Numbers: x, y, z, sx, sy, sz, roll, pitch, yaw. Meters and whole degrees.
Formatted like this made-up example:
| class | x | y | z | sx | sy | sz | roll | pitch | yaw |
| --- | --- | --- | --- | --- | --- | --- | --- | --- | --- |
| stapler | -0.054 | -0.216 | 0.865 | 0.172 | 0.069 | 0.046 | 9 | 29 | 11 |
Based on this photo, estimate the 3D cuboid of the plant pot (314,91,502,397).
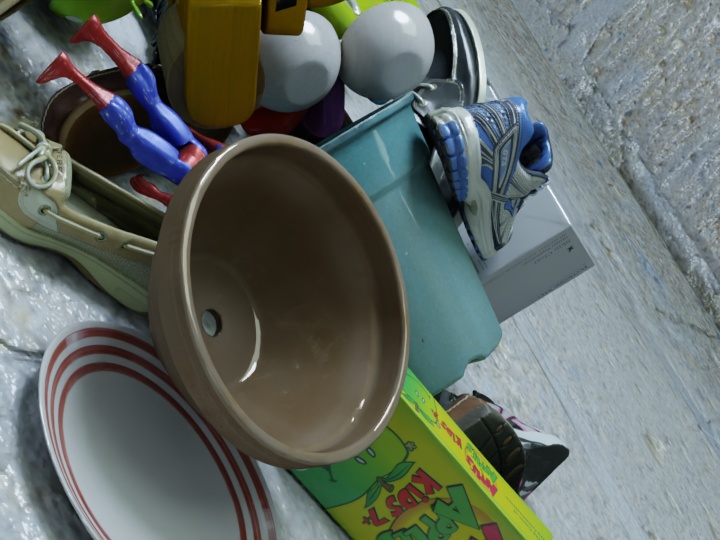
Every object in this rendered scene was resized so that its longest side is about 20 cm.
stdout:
| class | x | y | z | sx | sy | sz | roll | pitch | yaw |
| --- | --- | --- | --- | --- | --- | --- | --- | --- | --- |
| plant pot | 0.000 | 0.000 | 1.055 | 0.198 | 0.199 | 0.200 | 60 | 18 | -6 |

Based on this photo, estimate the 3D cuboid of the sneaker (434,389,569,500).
| class | x | y | z | sx | sy | sz | roll | pitch | yaw |
| --- | --- | --- | --- | --- | --- | --- | --- | --- | --- |
| sneaker | 0.119 | 0.146 | 1.250 | 0.087 | 0.080 | 0.200 | 52 | 10 | 31 |

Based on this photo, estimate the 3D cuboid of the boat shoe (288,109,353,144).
| class | x | y | z | sx | sy | sz | roll | pitch | yaw |
| --- | --- | --- | --- | --- | --- | --- | --- | --- | --- |
| boat shoe | -0.042 | -0.143 | 1.270 | 0.067 | 0.073 | 0.200 | 7 | 31 | -41 |

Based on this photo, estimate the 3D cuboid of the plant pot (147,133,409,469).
| class | x | y | z | sx | sy | sz | roll | pitch | yaw |
| --- | --- | --- | --- | --- | --- | --- | --- | --- | --- |
| plant pot | -0.064 | 0.025 | 0.862 | 0.200 | 0.092 | 0.204 | 21 | 61 | -45 |

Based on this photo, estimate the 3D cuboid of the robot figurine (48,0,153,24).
| class | x | y | z | sx | sy | sz | roll | pitch | yaw |
| --- | --- | --- | --- | --- | --- | --- | --- | --- | --- |
| robot figurine | -0.228 | -0.276 | 1.069 | 0.201 | 0.115 | 0.176 | 50 | 12 | -13 |

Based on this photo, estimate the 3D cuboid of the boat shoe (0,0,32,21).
| class | x | y | z | sx | sy | sz | roll | pitch | yaw |
| --- | --- | --- | --- | --- | --- | --- | --- | --- | --- |
| boat shoe | -0.213 | -0.202 | 0.938 | 0.063 | 0.199 | 0.073 | 61 | -26 | -3 |

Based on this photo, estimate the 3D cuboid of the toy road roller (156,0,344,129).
| class | x | y | z | sx | sy | sz | roll | pitch | yaw |
| --- | --- | --- | --- | --- | --- | --- | --- | --- | --- |
| toy road roller | -0.060 | -0.203 | 0.959 | 0.144 | 0.202 | 0.123 | 0 | 34 | -15 |

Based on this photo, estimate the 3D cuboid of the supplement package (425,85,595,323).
| class | x | y | z | sx | sy | sz | roll | pitch | yaw |
| --- | --- | --- | --- | --- | --- | --- | --- | --- | --- |
| supplement package | 0.079 | -0.031 | 1.239 | 0.157 | 0.199 | 0.111 | 63 | 11 | 25 |

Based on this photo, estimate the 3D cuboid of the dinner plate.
| class | x | y | z | sx | sy | sz | roll | pitch | yaw |
| --- | --- | --- | --- | --- | --- | --- | --- | --- | --- |
| dinner plate | -0.116 | 0.119 | 0.804 | 0.200 | 0.024 | 0.201 | 46 | 20 | -22 |

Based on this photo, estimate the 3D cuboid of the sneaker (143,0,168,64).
| class | x | y | z | sx | sy | sz | roll | pitch | yaw |
| --- | --- | --- | --- | --- | --- | --- | --- | --- | --- |
| sneaker | -0.155 | -0.224 | 1.217 | 0.201 | 0.076 | 0.114 | 61 | 13 | 3 |

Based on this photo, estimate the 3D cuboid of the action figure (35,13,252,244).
| class | x | y | z | sx | sy | sz | roll | pitch | yaw |
| --- | --- | --- | --- | --- | --- | --- | --- | --- | --- |
| action figure | -0.121 | -0.076 | 0.920 | 0.200 | 0.051 | 0.066 | 43 | 50 | -16 |

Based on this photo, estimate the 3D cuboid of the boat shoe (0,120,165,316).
| class | x | y | z | sx | sy | sz | roll | pitch | yaw |
| --- | --- | --- | --- | --- | --- | --- | --- | --- | --- |
| boat shoe | -0.177 | -0.045 | 0.875 | 0.200 | 0.063 | 0.074 | 41 | 23 | -35 |

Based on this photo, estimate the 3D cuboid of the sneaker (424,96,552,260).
| class | x | y | z | sx | sy | sz | roll | pitch | yaw |
| --- | --- | --- | --- | --- | --- | --- | --- | --- | --- |
| sneaker | 0.110 | -0.070 | 1.060 | 0.200 | 0.084 | 0.078 | 58 | 11 | -70 |

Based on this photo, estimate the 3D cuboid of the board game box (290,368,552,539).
| class | x | y | z | sx | sy | sz | roll | pitch | yaw |
| --- | --- | --- | --- | --- | --- | --- | --- | --- | --- |
| board game box | 0.038 | 0.157 | 0.989 | 0.200 | 0.101 | 0.048 | 49 | 19 | -14 |

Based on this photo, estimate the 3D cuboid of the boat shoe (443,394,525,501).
| class | x | y | z | sx | sy | sz | roll | pitch | yaw |
| --- | --- | --- | --- | --- | --- | --- | --- | --- | --- |
| boat shoe | 0.083 | 0.162 | 1.089 | 0.074 | 0.075 | 0.201 | 47 | -18 | 39 |

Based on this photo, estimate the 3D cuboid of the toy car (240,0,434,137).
| class | x | y | z | sx | sy | sz | roll | pitch | yaw |
| --- | --- | --- | --- | --- | --- | --- | --- | --- | --- |
| toy car | -0.045 | -0.176 | 1.137 | 0.198 | 0.151 | 0.176 | -10 | 43 | -25 |

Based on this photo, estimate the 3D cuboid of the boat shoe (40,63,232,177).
| class | x | y | z | sx | sy | sz | roll | pitch | yaw |
| --- | --- | --- | --- | --- | --- | --- | --- | --- | --- |
| boat shoe | -0.170 | -0.114 | 1.011 | 0.070 | 0.071 | 0.199 | 38 | 19 | 16 |

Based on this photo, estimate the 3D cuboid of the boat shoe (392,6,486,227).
| class | x | y | z | sx | sy | sz | roll | pitch | yaw |
| --- | --- | --- | --- | --- | --- | --- | --- | --- | --- |
| boat shoe | 0.060 | -0.134 | 1.172 | 0.067 | 0.071 | 0.203 | 18 | 70 | -35 |
